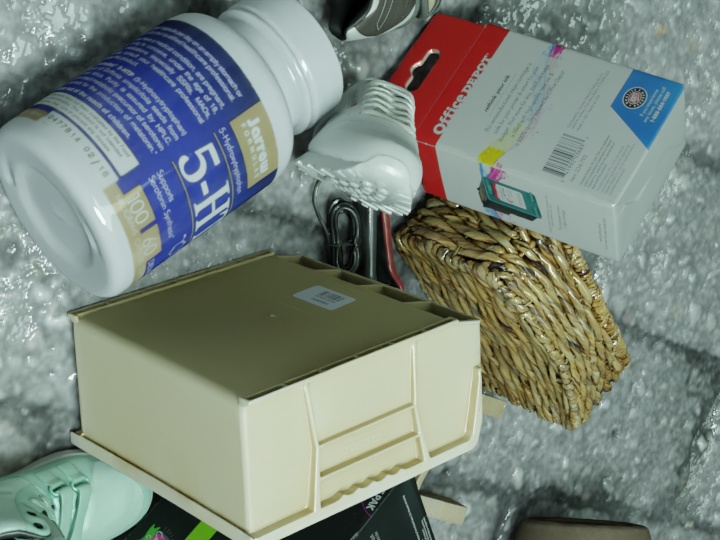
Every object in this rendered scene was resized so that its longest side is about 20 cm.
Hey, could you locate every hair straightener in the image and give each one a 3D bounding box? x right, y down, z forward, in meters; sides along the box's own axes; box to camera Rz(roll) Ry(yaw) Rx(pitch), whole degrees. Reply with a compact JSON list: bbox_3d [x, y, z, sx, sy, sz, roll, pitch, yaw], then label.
[{"bbox_3d":[0.000,0.000,1.163,0.077,0.041,0.202,-21,118,-42],"label":"hair straightener"}]

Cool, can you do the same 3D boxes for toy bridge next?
[{"bbox_3d":[0.055,0.190,1.296,0.067,0.027,0.202,21,90,-43],"label":"toy bridge"}]

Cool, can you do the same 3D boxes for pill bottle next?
[{"bbox_3d":[-0.111,-0.086,0.978,0.200,0.119,0.120,-38,128,-26],"label":"pill bottle"}]

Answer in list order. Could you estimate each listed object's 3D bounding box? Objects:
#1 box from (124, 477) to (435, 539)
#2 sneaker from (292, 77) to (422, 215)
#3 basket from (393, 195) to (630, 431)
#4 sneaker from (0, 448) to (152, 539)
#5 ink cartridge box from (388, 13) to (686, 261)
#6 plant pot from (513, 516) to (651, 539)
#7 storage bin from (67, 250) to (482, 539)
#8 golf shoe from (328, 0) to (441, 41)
[{"bbox_3d":[-0.064,0.213,1.087,0.200,0.148,0.125,-48,140,-28],"label":"box"},{"bbox_3d":[0.005,-0.086,1.032,0.076,0.200,0.081,30,91,-13],"label":"sneaker"},{"bbox_3d":[0.146,0.003,1.232,0.149,0.142,0.201,-47,131,-19],"label":"basket"},{"bbox_3d":[-0.191,0.167,0.995,0.199,0.118,0.074,-4,106,-43],"label":"sneaker"},{"bbox_3d":[0.117,-0.099,1.138,0.117,0.199,0.067,-56,152,-24],"label":"ink cartridge box"},{"bbox_3d":[0.191,0.303,1.371,0.199,0.199,0.176,9,82,-44],"label":"plant pot"},{"bbox_3d":[-0.055,0.070,1.031,0.198,0.199,0.095,-18,115,-37],"label":"storage bin"},{"bbox_3d":[-0.002,-0.244,1.053,0.094,0.077,0.201,-35,125,-29],"label":"golf shoe"}]
